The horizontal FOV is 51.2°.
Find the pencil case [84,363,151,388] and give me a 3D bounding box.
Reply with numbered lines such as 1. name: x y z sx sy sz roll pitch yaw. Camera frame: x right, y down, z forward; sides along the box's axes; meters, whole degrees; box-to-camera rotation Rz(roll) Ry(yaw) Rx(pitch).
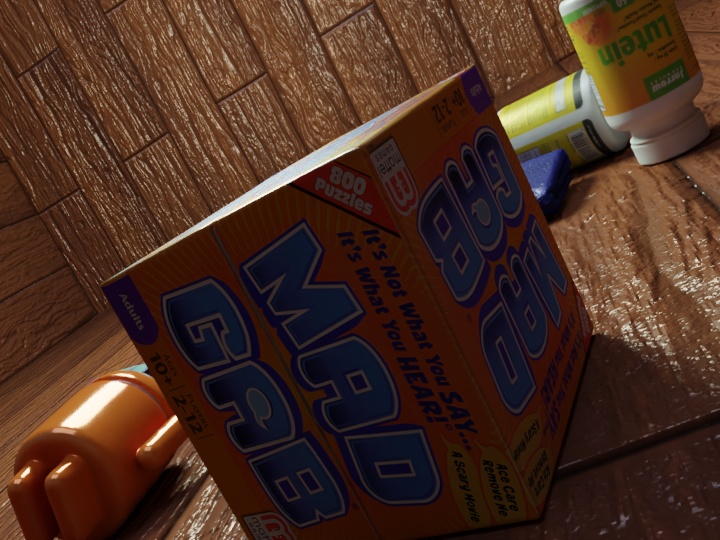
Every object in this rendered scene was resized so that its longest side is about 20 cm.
1. pencil case: -0.270 0.160 0.909 0.198 0.087 0.092 -18 15 47

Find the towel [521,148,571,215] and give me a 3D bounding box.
1. towel: 0.167 -0.075 0.940 0.197 0.050 0.148 -22 20 33

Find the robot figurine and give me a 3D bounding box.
1. robot figurine: -0.242 0.169 0.704 0.145 0.116 0.200 -51 2 22

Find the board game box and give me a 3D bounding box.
1. board game box: 0.007 0.024 0.479 0.197 0.203 0.200 -22 13 32

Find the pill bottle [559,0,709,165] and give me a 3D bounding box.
1. pill bottle: 0.307 -0.226 0.827 0.109 0.203 0.111 -27 11 6

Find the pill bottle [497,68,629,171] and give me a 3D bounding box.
1. pill bottle: 0.250 -0.184 1.019 0.197 0.116 0.114 -20 14 39
